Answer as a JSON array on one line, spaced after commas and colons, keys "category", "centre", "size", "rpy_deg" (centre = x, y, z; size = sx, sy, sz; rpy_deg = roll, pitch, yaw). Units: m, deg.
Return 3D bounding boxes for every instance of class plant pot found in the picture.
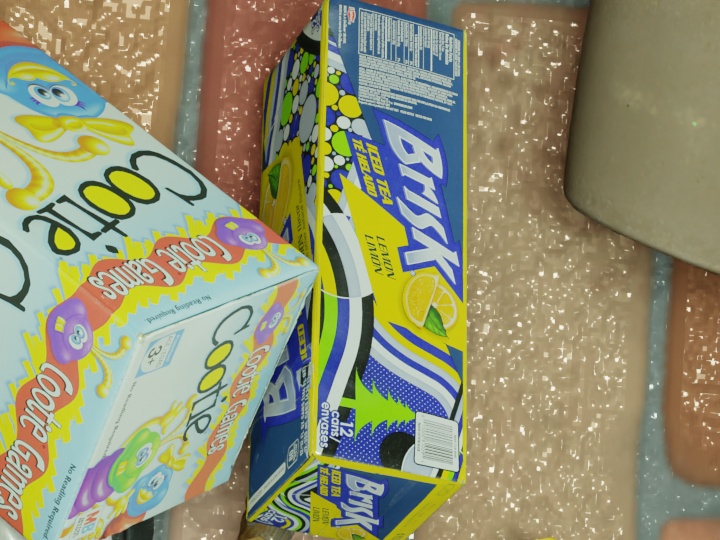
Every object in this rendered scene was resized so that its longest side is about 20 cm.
[{"category": "plant pot", "centre": [0.163, -0.087, 1.166], "size": [0.200, 0.200, 0.175], "rpy_deg": [21, 98, -4]}]

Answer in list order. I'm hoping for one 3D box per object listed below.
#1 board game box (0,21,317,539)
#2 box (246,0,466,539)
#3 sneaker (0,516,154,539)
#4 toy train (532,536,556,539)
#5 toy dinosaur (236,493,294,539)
[{"category": "board game box", "centre": [-0.134, -0.006, 1.091], "size": [0.200, 0.103, 0.105], "rpy_deg": [37, 122, 22]}, {"category": "box", "centre": [0.000, 0.000, 1.143], "size": [0.064, 0.070, 0.200], "rpy_deg": [13, 59, -19]}, {"category": "sneaker", "centre": [-0.164, 0.065, 1.160], "size": [0.200, 0.112, 0.073], "rpy_deg": [37, 119, 27]}, {"category": "toy train", "centre": [0.093, 0.193, 1.176], "size": [0.200, 0.056, 0.150], "rpy_deg": [30, 80, -3]}, {"category": "toy dinosaur", "centre": [-0.078, 0.154, 1.112], "size": [0.200, 0.106, 0.060], "rpy_deg": [-36, 118, -29]}]
